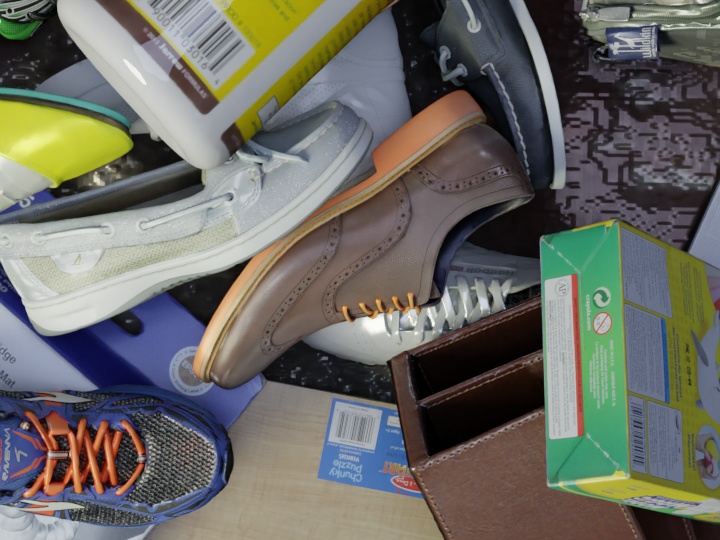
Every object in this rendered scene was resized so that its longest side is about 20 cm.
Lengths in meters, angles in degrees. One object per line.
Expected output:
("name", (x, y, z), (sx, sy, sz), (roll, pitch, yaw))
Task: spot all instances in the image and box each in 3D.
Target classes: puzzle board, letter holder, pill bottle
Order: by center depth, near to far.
("pill bottle", (-0.037, -0.151, 0.759), (0.200, 0.109, 0.109), (-44, 95, -6))
("letter holder", (0.119, 0.120, 0.826), (0.141, 0.101, 0.201), (-23, 117, 7))
("puzzle board", (-0.044, 0.139, 0.902), (0.197, 0.017, 0.153), (11, 90, -5))

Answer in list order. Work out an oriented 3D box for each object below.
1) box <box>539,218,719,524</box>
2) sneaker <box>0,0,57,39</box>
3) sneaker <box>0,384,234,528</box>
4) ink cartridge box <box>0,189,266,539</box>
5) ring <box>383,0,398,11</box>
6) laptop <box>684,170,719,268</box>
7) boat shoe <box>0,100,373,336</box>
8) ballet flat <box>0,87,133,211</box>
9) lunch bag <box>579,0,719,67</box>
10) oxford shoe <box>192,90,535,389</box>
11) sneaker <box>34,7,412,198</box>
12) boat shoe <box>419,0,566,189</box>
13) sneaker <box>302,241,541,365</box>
("box", (0.156, 0.056, 0.784), (0.048, 0.199, 0.119), (-12, 70, 38))
("sneaker", (-0.163, -0.172, 0.859), (0.197, 0.078, 0.086), (-15, 103, 3))
("sneaker", (-0.161, 0.092, 0.806), (0.197, 0.078, 0.076), (2, 91, 0))
("ink cartridge box", (-0.184, 0.074, 0.866), (0.199, 0.041, 0.201), (39, 90, 0))
("ring", (-0.040, -0.217, 0.819), (0.198, 0.019, 0.203), (-1, 94, -13))
("laptop", (0.287, 0.003, 0.871), (0.198, 0.116, 0.189), (25, 90, -5))
("boat shoe", (-0.089, -0.036, 0.811), (0.200, 0.075, 0.065), (-24, 112, 14))
("ballet flat", (-0.206, -0.062, 0.830), (0.198, 0.067, 0.068), (13, 79, 23))
("lunch bag", (0.206, -0.202, 0.852), (0.165, 0.139, 0.203), (7, 90, 14))
("oxford shoe", (0.000, 0.000, 0.826), (0.200, 0.071, 0.073), (-42, 77, 5))
("sneaker", (-0.066, -0.073, 0.863), (0.197, 0.074, 0.117), (-16, 91, -4))
("boat shoe", (0.059, -0.134, 0.873), (0.060, 0.076, 0.203), (-16, 82, -4))
("sneaker", (0.057, 0.019, 0.873), (0.197, 0.081, 0.078), (1, 94, -3))
